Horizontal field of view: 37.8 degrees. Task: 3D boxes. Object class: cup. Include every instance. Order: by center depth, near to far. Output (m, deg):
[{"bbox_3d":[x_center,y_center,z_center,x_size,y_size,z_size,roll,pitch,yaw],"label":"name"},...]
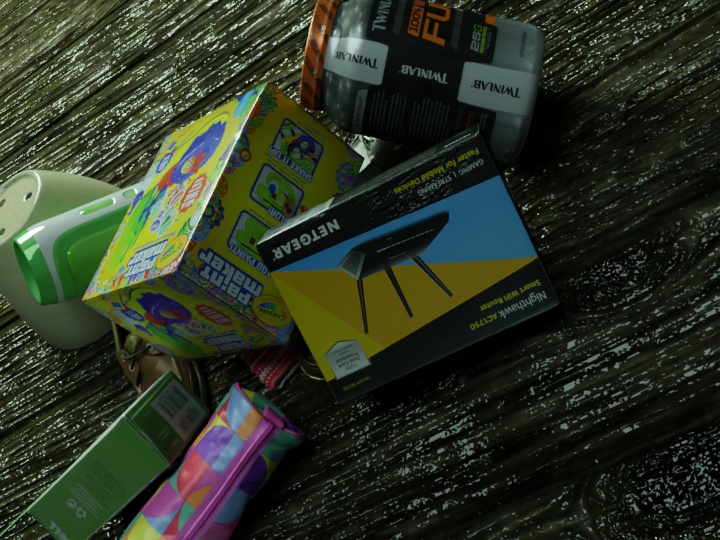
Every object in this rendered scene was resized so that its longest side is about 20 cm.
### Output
[{"bbox_3d":[-0.347,-0.033,1.198,0.198,0.143,0.203,-22,48,26],"label":"cup"}]

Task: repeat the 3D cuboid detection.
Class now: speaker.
[{"bbox_3d":[-0.257,-0.037,1.106,0.198,0.090,0.088,-25,36,-24],"label":"speaker"}]

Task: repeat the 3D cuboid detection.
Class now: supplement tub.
[{"bbox_3d":[0.052,-0.170,0.913,0.197,0.123,0.124,12,61,0],"label":"supplement tub"}]

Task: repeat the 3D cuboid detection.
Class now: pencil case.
[{"bbox_3d":[-0.132,0.197,0.899,0.088,0.088,0.201,27,80,47],"label":"pencil case"}]

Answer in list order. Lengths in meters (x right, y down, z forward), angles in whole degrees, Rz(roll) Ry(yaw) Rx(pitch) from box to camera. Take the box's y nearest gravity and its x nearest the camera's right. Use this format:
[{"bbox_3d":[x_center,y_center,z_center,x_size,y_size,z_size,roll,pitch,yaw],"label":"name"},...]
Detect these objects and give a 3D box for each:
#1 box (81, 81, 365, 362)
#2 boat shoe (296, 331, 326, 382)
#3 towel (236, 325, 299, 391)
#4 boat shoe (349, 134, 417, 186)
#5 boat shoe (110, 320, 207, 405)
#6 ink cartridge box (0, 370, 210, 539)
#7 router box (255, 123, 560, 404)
[{"bbox_3d":[-0.126,-0.035,0.956,0.199,0.121,0.195,-14,48,52],"label":"box"},{"bbox_3d":[0.000,0.000,0.918,0.071,0.068,0.202,27,80,23],"label":"boat shoe"},{"bbox_3d":[-0.089,0.014,1.039,0.145,0.022,0.200,-51,42,0],"label":"towel"},{"bbox_3d":[0.045,-0.150,1.018,0.199,0.057,0.067,-36,44,14],"label":"boat shoe"},{"bbox_3d":[-0.214,0.088,1.055,0.072,0.068,0.200,-43,43,5],"label":"boat shoe"},{"bbox_3d":[-0.234,0.189,0.961,0.200,0.059,0.104,-43,4,21],"label":"ink cartridge box"},{"bbox_3d":[0.038,-0.003,0.836,0.198,0.151,0.051,-26,12,14],"label":"router box"}]
